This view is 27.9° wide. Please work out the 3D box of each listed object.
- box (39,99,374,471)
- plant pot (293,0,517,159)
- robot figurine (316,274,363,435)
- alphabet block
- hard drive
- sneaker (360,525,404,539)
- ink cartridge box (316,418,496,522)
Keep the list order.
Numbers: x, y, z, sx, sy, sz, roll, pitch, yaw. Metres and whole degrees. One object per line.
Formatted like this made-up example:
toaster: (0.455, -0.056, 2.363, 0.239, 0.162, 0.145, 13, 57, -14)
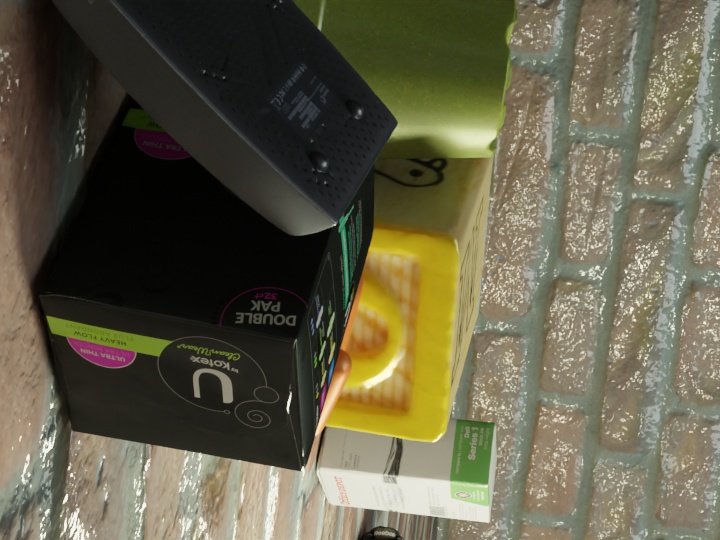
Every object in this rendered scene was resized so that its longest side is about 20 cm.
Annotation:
box: (-0.080, -0.006, 0.857, 0.125, 0.148, 0.201, 89, 13, -48)
plant pot: (0.019, -0.160, 1.108, 0.200, 0.189, 0.201, 7, 90, -89)
robot figurine: (-0.064, 0.038, 1.038, 0.117, 0.143, 0.201, -56, 167, -45)
alphabet block: (0.000, 0.000, 1.211, 0.200, 0.194, 0.197, -67, 160, -60)
hard drive: (-0.074, -0.115, 0.766, 0.042, 0.200, 0.135, -37, -166, 33)
sneaker: (0.024, 0.416, 2.039, 0.200, 0.070, 0.099, -37, 134, -79)
ink cartridge box: (0.058, 0.230, 1.711, 0.146, 0.199, 0.085, 80, 18, -64)
